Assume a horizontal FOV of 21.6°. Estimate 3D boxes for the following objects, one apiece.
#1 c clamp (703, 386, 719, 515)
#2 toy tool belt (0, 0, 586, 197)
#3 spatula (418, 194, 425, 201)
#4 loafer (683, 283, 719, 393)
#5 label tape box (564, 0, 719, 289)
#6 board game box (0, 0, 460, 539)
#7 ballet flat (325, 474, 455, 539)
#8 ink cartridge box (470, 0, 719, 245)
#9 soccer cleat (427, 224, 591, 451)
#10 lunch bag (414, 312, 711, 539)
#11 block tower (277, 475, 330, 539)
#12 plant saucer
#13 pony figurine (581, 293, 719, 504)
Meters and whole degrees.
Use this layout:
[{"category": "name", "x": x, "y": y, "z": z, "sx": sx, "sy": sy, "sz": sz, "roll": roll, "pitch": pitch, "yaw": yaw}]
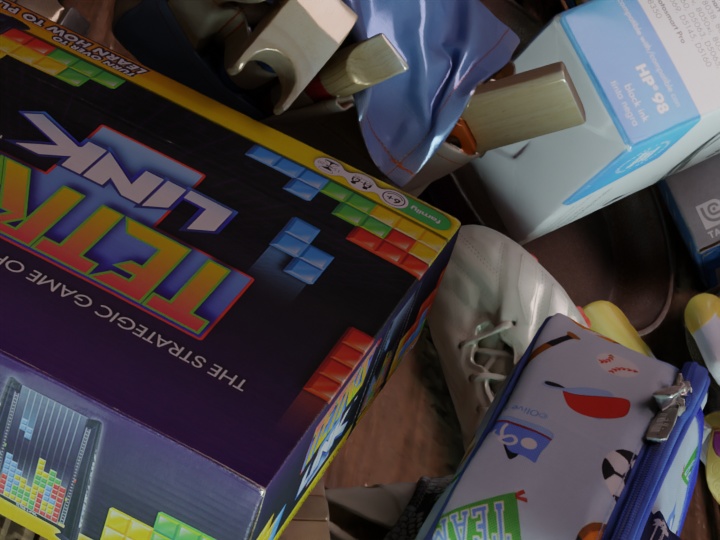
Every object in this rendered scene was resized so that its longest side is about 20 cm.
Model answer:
[{"category": "c clamp", "x": 0.169, "y": 0.125, "z": 0.907, "sx": 0.171, "sy": 0.027, "sz": 0.201, "roll": 34, "pitch": 39, "yaw": -31}, {"category": "toy tool belt", "x": -0.021, "y": -0.101, "z": 0.656, "sx": 0.200, "sy": 0.123, "sz": 0.125, "roll": 41, "pitch": 55, "yaw": -23}, {"category": "spatula", "x": 0.000, "y": 0.000, "z": 0.797, "sx": 0.057, "sy": 0.020, "sz": 0.201, "roll": 53, "pitch": 34, "yaw": -26}, {"category": "loafer", "x": 0.220, "y": 0.035, "z": 1.008, "sx": 0.200, "sy": 0.067, "sz": 0.076, "roll": -14, "pitch": 70, "yaw": -56}, {"category": "label tape box", "x": 0.166, "y": -0.099, "z": 1.007, "sx": 0.201, "sy": 0.063, "sz": 0.144, "roll": 66, "pitch": 8, "yaw": 11}, {"category": "board game box", "x": -0.089, "y": -0.003, "z": 0.574, "sx": 0.199, "sy": 0.057, "sz": 0.165, "roll": 26, "pitch": 33, "yaw": 8}, {"category": "ballet flat", "x": -0.003, "y": 0.112, "z": 0.668, "sx": 0.072, "sy": 0.072, "sz": 0.200, "roll": 54, "pitch": 32, "yaw": -3}, {"category": "ink cartridge box", "x": 0.154, "y": -0.093, "z": 0.850, "sx": 0.199, "sy": 0.116, "sz": 0.067, "roll": -24, "pitch": 80, "yaw": -27}, {"category": "soccer cleat", "x": 0.072, "y": 0.073, "z": 0.792, "sx": 0.077, "sy": 0.069, "sz": 0.201, "roll": -11, "pitch": 74, "yaw": -51}, {"category": "lunch bag", "x": 0.060, "y": 0.119, "z": 0.628, "sx": 0.075, "sy": 0.201, "sz": 0.160, "roll": 20, "pitch": 33, "yaw": 14}, {"category": "block tower", "x": -0.043, "y": 0.068, "z": 0.607, "sx": 0.057, "sy": 0.054, "sz": 0.201, "roll": 2, "pitch": 39, "yaw": -11}, {"category": "plant saucer", "x": 0.082, "y": -0.051, "z": 0.933, "sx": 0.200, "sy": 0.032, "sz": 0.201, "roll": 34, "pitch": 38, "yaw": -32}, {"category": "pony figurine", "x": 0.189, "y": 0.106, "z": 0.805, "sx": 0.193, "sy": 0.166, "sz": 0.200, "roll": 40, "pitch": 16, "yaw": -34}]
